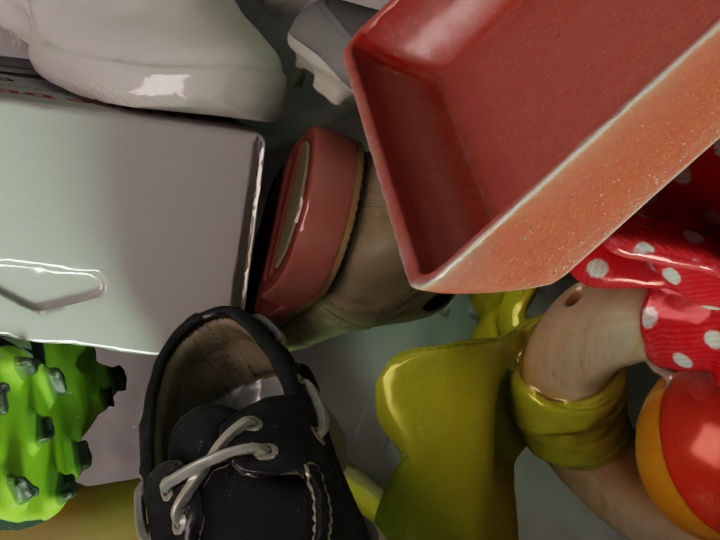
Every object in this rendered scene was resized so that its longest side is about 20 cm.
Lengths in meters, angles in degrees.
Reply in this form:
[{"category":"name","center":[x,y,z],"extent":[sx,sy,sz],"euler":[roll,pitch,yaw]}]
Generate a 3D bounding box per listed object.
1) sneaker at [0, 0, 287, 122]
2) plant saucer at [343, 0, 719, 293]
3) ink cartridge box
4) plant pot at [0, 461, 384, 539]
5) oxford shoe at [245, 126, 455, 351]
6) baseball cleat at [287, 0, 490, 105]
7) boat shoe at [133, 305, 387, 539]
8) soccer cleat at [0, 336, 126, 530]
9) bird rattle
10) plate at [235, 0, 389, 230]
[{"category":"sneaker","center":[-0.087,-0.115,0.861],"extent":[0.200,0.075,0.089],"euler":[35,114,51]},{"category":"plant saucer","center":[0.086,-0.087,0.664],"extent":[0.200,0.037,0.200],"euler":[-42,21,12]},{"category":"ink cartridge box","center":[-0.129,-0.033,0.886],"extent":[0.200,0.144,0.085],"euler":[-146,63,-71]},{"category":"plant pot","center":[-0.073,0.158,0.865],"extent":[0.189,0.201,0.201],"euler":[-24,73,28]},{"category":"oxford shoe","center":[0.000,0.000,0.833],"extent":[0.200,0.075,0.071],"euler":[151,131,-81]},{"category":"baseball cleat","center":[0.074,-0.068,0.779],"extent":[0.200,0.070,0.107],"euler":[27,103,18]},{"category":"boat shoe","center":[-0.039,0.068,0.720],"extent":[0.060,0.075,0.200],"euler":[58,180,-17]},{"category":"soccer cleat","center":[-0.138,0.054,0.847],"extent":[0.081,0.200,0.068],"euler":[-14,98,6]},{"category":"bird rattle","center":[0.104,0.031,0.719],"extent":[0.200,0.163,0.113],"euler":[-37,21,41]},{"category":"plate","center":[-0.018,-0.130,0.878],"extent":[0.199,0.032,0.201],"euler":[-27,84,43]}]
